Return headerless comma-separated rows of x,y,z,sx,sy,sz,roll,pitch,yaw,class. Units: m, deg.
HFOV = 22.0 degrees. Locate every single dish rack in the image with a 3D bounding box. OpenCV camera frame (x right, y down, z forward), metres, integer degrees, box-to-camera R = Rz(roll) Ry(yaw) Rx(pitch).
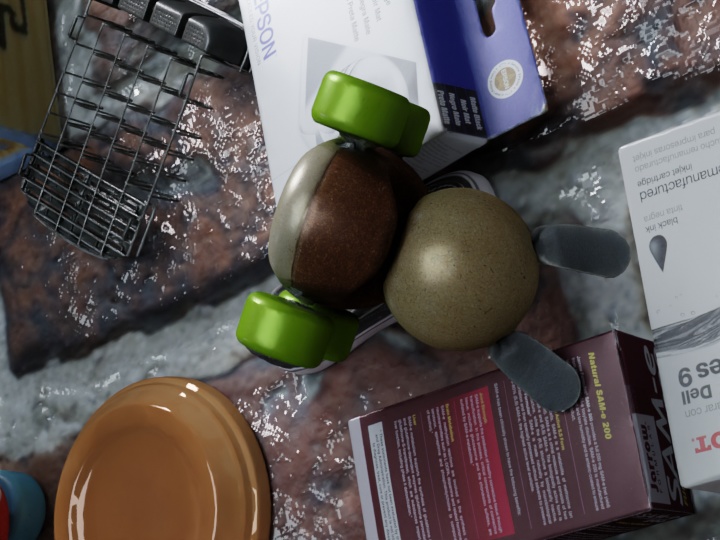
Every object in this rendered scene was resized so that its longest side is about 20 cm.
-0.172,-0.112,1.368,0.153,0.054,0.202,30,101,38,dish rack

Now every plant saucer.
-0.150,0.174,1.309,0.199,0.037,0.202,-8,76,36,plant saucer

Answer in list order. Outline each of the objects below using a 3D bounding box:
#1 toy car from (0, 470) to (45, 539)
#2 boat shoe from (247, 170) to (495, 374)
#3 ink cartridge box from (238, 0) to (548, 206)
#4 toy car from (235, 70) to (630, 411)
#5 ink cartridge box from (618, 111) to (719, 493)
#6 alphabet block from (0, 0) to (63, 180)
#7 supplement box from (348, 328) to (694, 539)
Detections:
-0.265,0.225,1.294,0.199,0.184,0.179,10,87,36,toy car
0.000,0.000,1.209,0.199,0.066,0.070,-34,63,27,boat shoe
0.014,-0.147,1.227,0.199,0.040,0.201,-29,57,29,ink cartridge box
0.052,-0.004,1.087,0.198,0.158,0.166,20,94,10,toy car
0.238,0.012,1.019,0.145,0.084,0.202,-19,71,33,ink cartridge box
-0.368,-0.174,1.437,0.194,0.196,0.202,-21,70,30,alphabet block
0.093,0.118,1.122,0.199,0.061,0.110,-21,70,33,supplement box
